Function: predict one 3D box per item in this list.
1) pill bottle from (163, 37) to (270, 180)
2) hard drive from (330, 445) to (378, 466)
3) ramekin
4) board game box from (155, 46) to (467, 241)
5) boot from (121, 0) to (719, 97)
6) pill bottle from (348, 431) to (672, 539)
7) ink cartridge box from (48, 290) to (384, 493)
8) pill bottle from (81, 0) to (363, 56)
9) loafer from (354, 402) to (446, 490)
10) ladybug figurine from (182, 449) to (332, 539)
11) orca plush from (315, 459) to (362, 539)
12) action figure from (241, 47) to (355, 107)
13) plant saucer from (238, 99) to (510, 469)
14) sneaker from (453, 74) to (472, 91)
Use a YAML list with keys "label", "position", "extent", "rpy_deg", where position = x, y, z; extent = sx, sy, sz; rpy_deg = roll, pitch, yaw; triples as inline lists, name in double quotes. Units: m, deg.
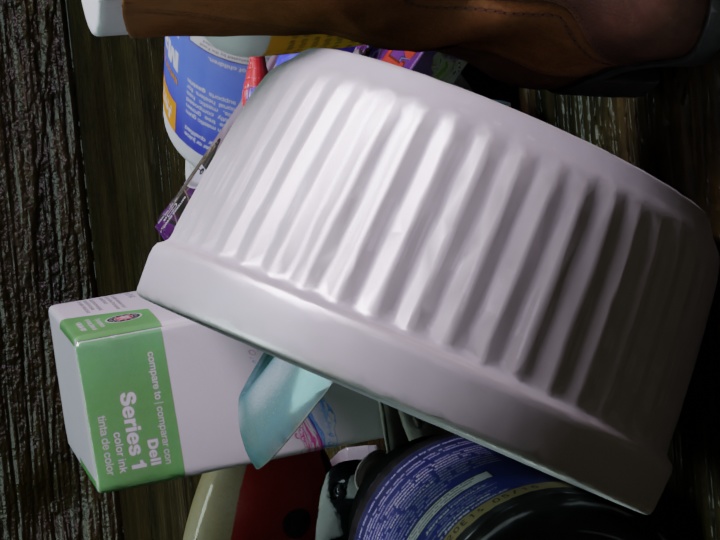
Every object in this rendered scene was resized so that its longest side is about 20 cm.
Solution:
- label: "pill bottle"
  position: [-0.060, -0.121, 1.406]
  extent: [0.200, 0.112, 0.112]
  rpy_deg: [98, 161, -49]
- label: "hard drive"
  position: [0.005, 0.218, 1.498]
  extent: [0.132, 0.027, 0.200]
  rpy_deg: [126, 135, -73]
- label: "ramekin"
  position: [0.031, 0.000, 0.852]
  extent: [0.105, 0.200, 0.200]
  rpy_deg: [-67, 12, -4]
- label: "board game box"
  position: [-0.016, -0.072, 1.119]
  extent: [0.200, 0.032, 0.120]
  rpy_deg: [-55, 36, 9]
- label: "boot"
  position: [0.019, -0.112, 0.813]
  extent: [0.188, 0.200, 0.069]
  rpy_deg: [153, 123, -80]
- label: "pill bottle"
  position: [0.057, 0.127, 0.994]
  extent: [0.200, 0.112, 0.112]
  rpy_deg: [-151, 55, -75]
- label: "ink cartridge box"
  position: [-0.056, 0.049, 1.273]
  extent: [0.145, 0.200, 0.084]
  rpy_deg: [-156, 57, -76]
- label: "pill bottle"
  position: [-0.011, -0.144, 0.947]
  extent: [0.113, 0.200, 0.113]
  rpy_deg: [173, 90, -78]
- label: "loafer"
  position: [0.030, 0.106, 1.199]
  extent: [0.070, 0.070, 0.200]
  rpy_deg: [-132, 35, -55]
- label: "ladybug figurine"
  position: [-0.059, 0.160, 1.465]
  extent: [0.200, 0.072, 0.136]
  rpy_deg: [97, -162, -52]
- label: "orca plush"
  position: [0.021, 0.186, 1.295]
  extent: [0.071, 0.105, 0.200]
  rpy_deg: [-32, 38, 37]
- label: "action figure"
  position: [-0.024, -0.098, 1.084]
  extent: [0.065, 0.052, 0.200]
  rpy_deg: [17, 82, 51]
- label: "plant saucer"
  position: [0.000, 0.000, 1.083]
  extent: [0.200, 0.027, 0.200]
  rpy_deg: [-56, 3, 4]
- label: "sneaker"
  position: [0.002, -0.078, 1.228]
  extent: [0.077, 0.082, 0.200]
  rpy_deg: [45, 148, -13]
